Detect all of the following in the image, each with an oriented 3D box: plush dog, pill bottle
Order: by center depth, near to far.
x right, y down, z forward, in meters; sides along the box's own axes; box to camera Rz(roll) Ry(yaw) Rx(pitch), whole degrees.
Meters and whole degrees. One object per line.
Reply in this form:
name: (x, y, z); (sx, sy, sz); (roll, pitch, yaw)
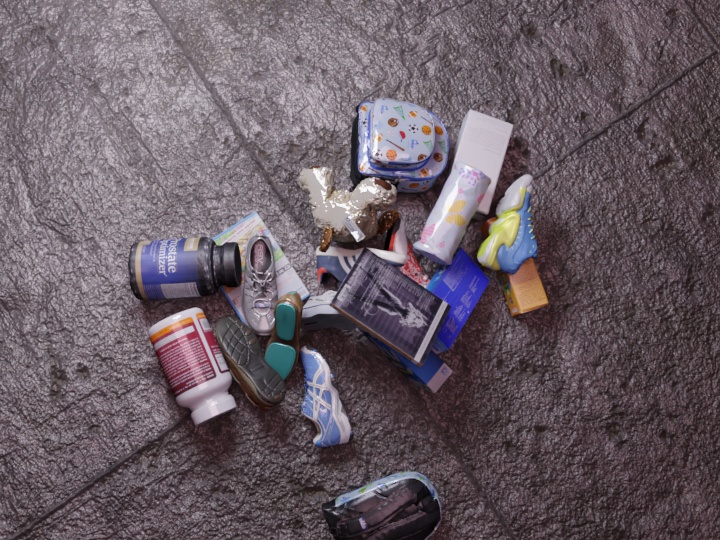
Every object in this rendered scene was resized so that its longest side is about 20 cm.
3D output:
pill bottle: (-0.310, 0.182, 1.634); (0.112, 0.113, 0.202); (-24, 83, -10)
pill bottle: (-0.330, -0.005, 1.654); (0.198, 0.112, 0.113); (-4, 80, 1)
plush dog: (-0.022, -0.101, 1.682); (0.198, 0.172, 0.162); (13, 86, 20)

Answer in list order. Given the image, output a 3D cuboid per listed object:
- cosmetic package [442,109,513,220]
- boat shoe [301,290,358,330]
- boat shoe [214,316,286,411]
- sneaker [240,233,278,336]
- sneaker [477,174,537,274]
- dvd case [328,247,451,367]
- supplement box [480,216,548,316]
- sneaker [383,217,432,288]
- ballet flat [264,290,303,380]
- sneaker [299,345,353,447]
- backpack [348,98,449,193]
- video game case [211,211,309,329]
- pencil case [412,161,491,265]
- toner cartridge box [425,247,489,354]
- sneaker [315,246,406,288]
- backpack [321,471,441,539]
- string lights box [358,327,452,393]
cosmetic package: (0.235, -0.215, 1.786); (0.101, 0.074, 0.202); (19, 80, -2)
boat shoe: (-0.058, 0.068, 1.645); (0.073, 0.199, 0.067); (34, 67, -30)
boat shoe: (-0.220, 0.183, 1.659); (0.075, 0.074, 0.201); (-20, 66, -37)
sneaker: (-0.196, 0.025, 1.671); (0.074, 0.082, 0.202); (-6, 82, -7)
sneaker: (0.311, -0.082, 1.711); (0.104, 0.076, 0.201); (29, 87, -11)
dvd case: (0.057, 0.064, 1.584); (0.199, 0.016, 0.149); (34, 52, -3)
supplement box: (0.310, -0.012, 1.761); (0.068, 0.067, 0.202); (-20, 82, -9)
sneaker: (0.099, -0.001, 1.737); (0.107, 0.067, 0.204); (7, 82, -7)
ballet flat: (-0.141, 0.123, 1.666); (0.067, 0.072, 0.202); (15, 122, 9)
sneaker: (-0.080, 0.241, 1.667); (0.076, 0.076, 0.202); (-19, 81, -14)
backpack: (0.082, -0.248, 1.741); (0.188, 0.154, 0.202); (7, 76, -16)
video game case: (-0.212, 0.004, 1.725); (0.142, 0.018, 0.201); (-33, 85, -10)
pencil case: (0.177, -0.109, 1.687); (0.083, 0.091, 0.201); (27, 90, -4)
toner cartridge box: (0.171, 0.057, 1.693); (0.095, 0.043, 0.200); (47, 52, -13)
sneaker: (0.000, 0.000, 1.692); (0.198, 0.075, 0.086); (3, 87, 35)
backpack: (0.055, 0.456, 1.622); (0.199, 0.154, 0.164); (-32, 82, 11)
string lights box: (0.075, 0.140, 1.661); (0.200, 0.103, 0.059); (45, 78, -15)
